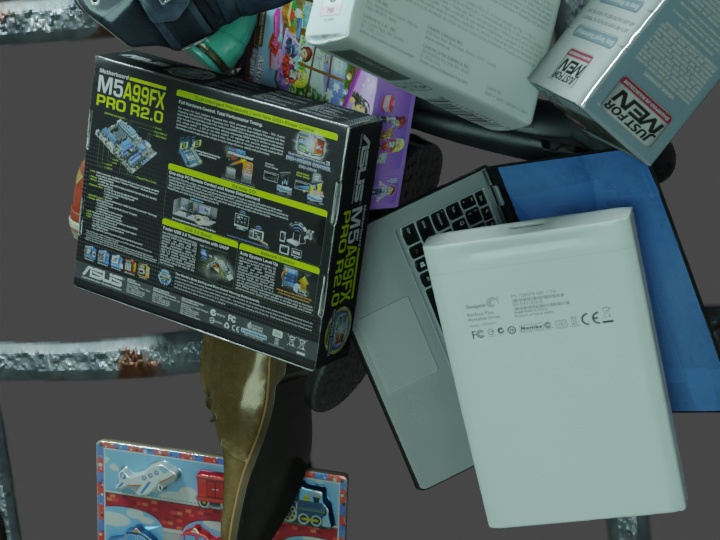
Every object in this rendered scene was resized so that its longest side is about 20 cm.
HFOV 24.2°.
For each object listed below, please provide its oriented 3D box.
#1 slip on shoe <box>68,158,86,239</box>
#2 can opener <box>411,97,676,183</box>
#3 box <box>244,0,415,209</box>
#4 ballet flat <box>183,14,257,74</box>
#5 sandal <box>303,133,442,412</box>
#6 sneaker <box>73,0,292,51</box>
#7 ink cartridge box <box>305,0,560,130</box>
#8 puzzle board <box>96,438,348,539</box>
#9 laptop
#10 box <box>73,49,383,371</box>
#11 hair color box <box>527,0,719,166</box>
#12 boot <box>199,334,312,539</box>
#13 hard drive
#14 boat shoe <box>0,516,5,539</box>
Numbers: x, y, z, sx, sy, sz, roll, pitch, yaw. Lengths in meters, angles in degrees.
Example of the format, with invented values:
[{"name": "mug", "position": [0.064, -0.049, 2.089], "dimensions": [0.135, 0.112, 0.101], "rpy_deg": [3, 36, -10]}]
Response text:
[{"name": "slip on shoe", "position": [-0.113, -0.047, 1.164], "dimensions": [0.198, 0.074, 0.062], "rpy_deg": [6, 110, 21]}, {"name": "can opener", "position": [0.111, -0.095, 1.096], "dimensions": [0.198, 0.079, 0.064], "rpy_deg": [8, 146, 18]}, {"name": "box", "position": [-0.017, -0.155, 1.086], "dimensions": [0.136, 0.039, 0.202], "rpy_deg": [26, 115, 45]}, {"name": "ballet flat", "position": [-0.145, -0.205, 1.134], "dimensions": [0.199, 0.067, 0.071], "rpy_deg": [34, 83, 21]}, {"name": "sandal", "position": [0.001, -0.001, 1.148], "dimensions": [0.048, 0.075, 0.202], "rpy_deg": [27, 103, 29]}, {"name": "sneaker", "position": [-0.129, -0.231, 1.020], "dimensions": [0.145, 0.077, 0.203], "rpy_deg": [-22, 111, 12]}, {"name": "ink cartridge box", "position": [0.060, -0.204, 1.014], "dimensions": [0.057, 0.162, 0.202], "rpy_deg": [1, 76, 49]}, {"name": "puzzle board", "position": [-0.107, 0.211, 1.260], "dimensions": [0.198, 0.017, 0.152], "rpy_deg": [6, 106, 16]}, {"name": "laptop", "position": [0.104, 0.036, 1.075], "dimensions": [0.199, 0.116, 0.188], "rpy_deg": [-25, 106, -6]}, {"name": "box", "position": [-0.090, -0.042, 1.083], "dimensions": [0.199, 0.044, 0.162], "rpy_deg": [17, 109, 27]}, {"name": "hair color box", "position": [0.194, -0.165, 0.986], "dimensions": [0.060, 0.099, 0.200], "rpy_deg": [38, 94, -19]}, {"name": "boot", "position": [-0.079, 0.105, 1.196], "dimensions": [0.075, 0.073, 0.202], "rpy_deg": [12, 95, 26]}, {"name": "hard drive", "position": [0.125, 0.065, 1.062], "dimensions": [0.131, 0.027, 0.202], "rpy_deg": [-8, 110, 18]}, {"name": "boat shoe", "position": [-0.322, 0.247, 1.308], "dimensions": [0.071, 0.068, 0.202], "rpy_deg": [4, 104, 18]}]
